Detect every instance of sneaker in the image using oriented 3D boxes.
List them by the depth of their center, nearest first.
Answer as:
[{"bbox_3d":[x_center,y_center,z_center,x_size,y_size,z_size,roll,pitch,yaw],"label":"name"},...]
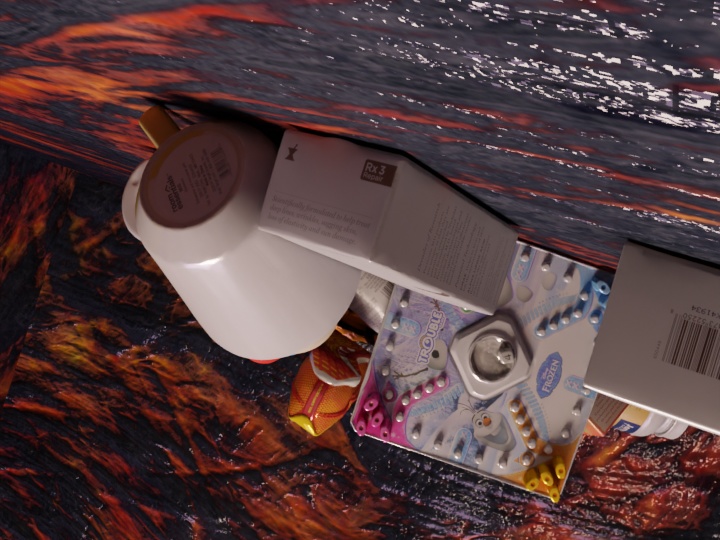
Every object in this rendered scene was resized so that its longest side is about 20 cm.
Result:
[{"bbox_3d":[-0.029,0.102,0.895,0.072,0.078,0.200,32,-171,10],"label":"sneaker"}]

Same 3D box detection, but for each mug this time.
[{"bbox_3d":[-0.106,-0.035,0.714,0.183,0.152,0.153,13,160,26],"label":"mug"}]

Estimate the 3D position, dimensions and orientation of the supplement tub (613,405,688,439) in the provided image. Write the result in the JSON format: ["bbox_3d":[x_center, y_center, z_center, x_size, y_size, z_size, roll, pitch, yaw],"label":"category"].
[{"bbox_3d":[0.342,0.136,1.275,0.196,0.147,0.144,19,179,0],"label":"supplement tub"}]

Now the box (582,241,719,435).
[{"bbox_3d":[0.238,0.059,0.673,0.122,0.099,0.200,18,178,20],"label":"box"}]

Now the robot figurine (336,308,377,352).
[{"bbox_3d":[-0.015,0.033,0.973,0.197,0.059,0.145,22,153,-21],"label":"robot figurine"}]

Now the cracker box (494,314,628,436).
[{"bbox_3d":[0.151,0.064,0.902,0.200,0.058,0.134,46,166,-6],"label":"cracker box"}]

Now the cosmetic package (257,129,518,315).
[{"bbox_3d":[0.027,-0.029,0.675,0.100,0.076,0.199,17,179,34],"label":"cosmetic package"}]

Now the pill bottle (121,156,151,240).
[{"bbox_3d":[-0.214,-0.074,1.264,0.112,0.116,0.199,18,178,27],"label":"pill bottle"}]

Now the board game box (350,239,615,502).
[{"bbox_3d":[0.112,0.075,0.809,0.196,0.204,0.026,18,-172,-2],"label":"board game box"}]

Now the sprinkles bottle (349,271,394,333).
[{"bbox_3d":[0.000,0.000,0.854,0.199,0.069,0.068,41,175,-9],"label":"sprinkles bottle"}]

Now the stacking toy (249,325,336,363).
[{"bbox_3d":[-0.076,0.049,0.873,0.084,0.087,0.200,18,162,-7],"label":"stacking toy"}]
